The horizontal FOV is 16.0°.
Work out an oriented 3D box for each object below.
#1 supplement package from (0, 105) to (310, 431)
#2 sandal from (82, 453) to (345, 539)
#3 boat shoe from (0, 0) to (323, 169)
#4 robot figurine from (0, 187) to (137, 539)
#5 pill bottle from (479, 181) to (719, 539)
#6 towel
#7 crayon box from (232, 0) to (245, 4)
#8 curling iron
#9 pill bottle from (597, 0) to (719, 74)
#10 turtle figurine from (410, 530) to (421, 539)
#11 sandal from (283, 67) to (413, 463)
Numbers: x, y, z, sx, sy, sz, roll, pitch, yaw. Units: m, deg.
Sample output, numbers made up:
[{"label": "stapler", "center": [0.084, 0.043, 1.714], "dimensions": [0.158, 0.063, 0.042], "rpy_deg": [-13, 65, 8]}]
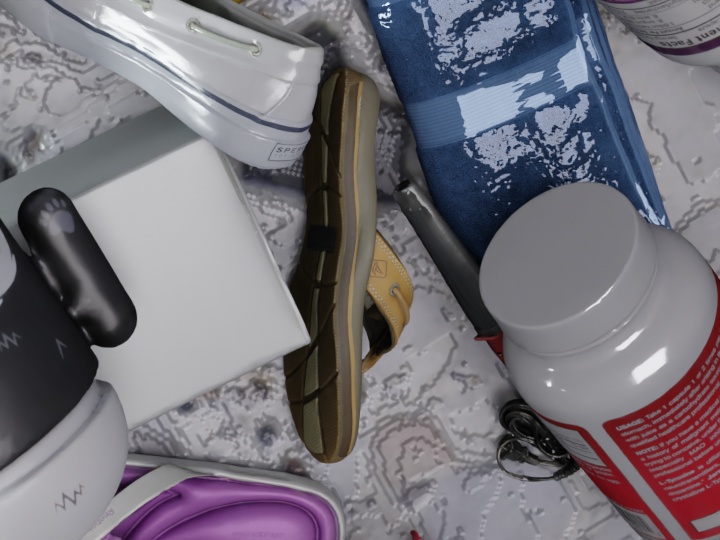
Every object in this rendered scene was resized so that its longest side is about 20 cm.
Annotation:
[{"label": "supplement package", "center": [-0.143, 0.016, 1.231], "dimensions": [0.199, 0.117, 0.118], "rpy_deg": [-26, 105, -4]}, {"label": "sandal", "center": [-0.105, 0.134, 1.298], "dimensions": [0.202, 0.050, 0.083], "rpy_deg": [-5, 102, -9]}, {"label": "boat shoe", "center": [-0.092, -0.123, 1.192], "dimensions": [0.200, 0.073, 0.067], "rpy_deg": [33, 113, 22]}, {"label": "robot figurine", "center": [-0.186, 0.041, 1.106], "dimensions": [0.150, 0.125, 0.200], "rpy_deg": [-28, 105, 21]}, {"label": "pill bottle", "center": [0.141, 0.049, 1.263], "dimensions": [0.112, 0.112, 0.200], "rpy_deg": [-41, 131, -1]}, {"label": "towel", "center": [0.079, -0.082, 1.290], "dimensions": [0.111, 0.049, 0.201], "rpy_deg": [-21, 106, -5]}, {"label": "crayon box", "center": [-0.034, -0.228, 1.234], "dimensions": [0.200, 0.051, 0.127], "rpy_deg": [-36, 107, -3]}, {"label": "curling iron", "center": [0.063, 0.035, 1.294], "dimensions": [0.049, 0.026, 0.200], "rpy_deg": [-17, 124, 18]}, {"label": "pill bottle", "center": [0.155, -0.169, 1.236], "dimensions": [0.200, 0.112, 0.112], "rpy_deg": [35, 93, -37]}, {"label": "turtle figurine", "center": [-0.005, 0.212, 1.308], "dimensions": [0.199, 0.101, 0.150], "rpy_deg": [-13, 110, -14]}, {"label": "sandal", "center": [0.000, 0.000, 1.281], "dimensions": [0.054, 0.080, 0.201], "rpy_deg": [3, 97, -21]}]
